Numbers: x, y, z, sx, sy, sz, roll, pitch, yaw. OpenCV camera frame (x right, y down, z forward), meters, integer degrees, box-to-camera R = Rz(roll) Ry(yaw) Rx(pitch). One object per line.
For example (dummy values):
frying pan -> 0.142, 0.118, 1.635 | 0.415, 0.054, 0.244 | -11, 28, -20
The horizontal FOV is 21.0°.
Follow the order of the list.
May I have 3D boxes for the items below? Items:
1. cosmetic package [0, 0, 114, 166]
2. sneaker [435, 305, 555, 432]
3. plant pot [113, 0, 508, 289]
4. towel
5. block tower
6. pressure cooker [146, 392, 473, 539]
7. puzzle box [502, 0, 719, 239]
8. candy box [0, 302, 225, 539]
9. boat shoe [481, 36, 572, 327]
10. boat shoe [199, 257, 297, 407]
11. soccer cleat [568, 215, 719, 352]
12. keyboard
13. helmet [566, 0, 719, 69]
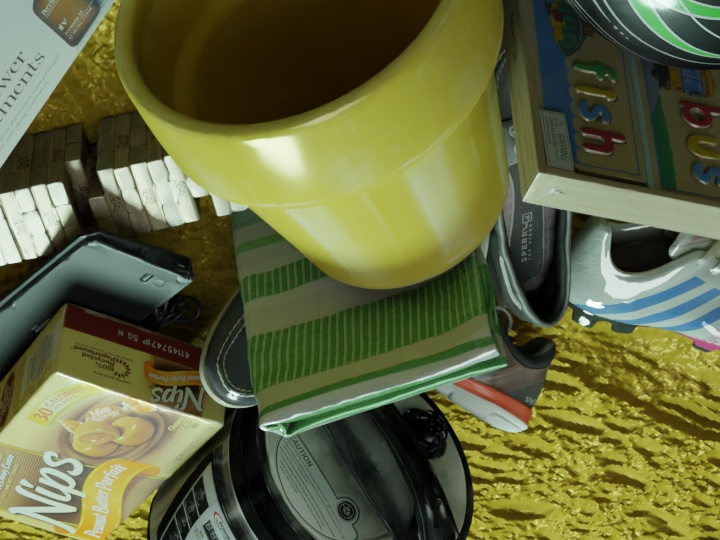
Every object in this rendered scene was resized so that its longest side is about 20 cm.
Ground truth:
cosmetic package -> -0.188, -0.152, 0.973 | 0.200, 0.052, 0.151 | -57, 151, -4
sneaker -> 0.041, 0.026, 1.259 | 0.200, 0.077, 0.082 | 32, 90, -22
plant pot -> -0.007, -0.094, 1.059 | 0.200, 0.201, 0.189 | -19, 140, 9
towel -> 0.000, 0.000, 1.128 | 0.152, 0.201, 0.023 | -19, 135, 9
block tower -> -0.160, -0.052, 1.163 | 0.199, 0.054, 0.058 | -11, 130, 4
pressure cooker -> -0.027, 0.147, 1.253 | 0.175, 0.179, 0.200 | 28, 137, -19
puzzle box -> 0.144, -0.108, 1.054 | 0.132, 0.201, 0.025 | 10, 141, -16
candy box -> -0.180, 0.104, 1.260 | 0.115, 0.056, 0.200 | 21, 142, -22
boat shoe -> 0.105, -0.054, 1.175 | 0.067, 0.057, 0.201 | -20, 130, -18
boat shoe -> -0.012, 0.010, 1.170 | 0.200, 0.063, 0.073 | -37, 96, -15
soccer cleat -> 0.226, 0.006, 1.246 | 0.199, 0.070, 0.087 | 8, 129, -13
keyboard -> -0.177, 0.023, 1.225 | 0.104, 0.040, 0.200 | 24, 143, -30
helmet -> 0.175, -0.200, 0.990 | 0.190, 0.201, 0.201 | -3, 131, -2
